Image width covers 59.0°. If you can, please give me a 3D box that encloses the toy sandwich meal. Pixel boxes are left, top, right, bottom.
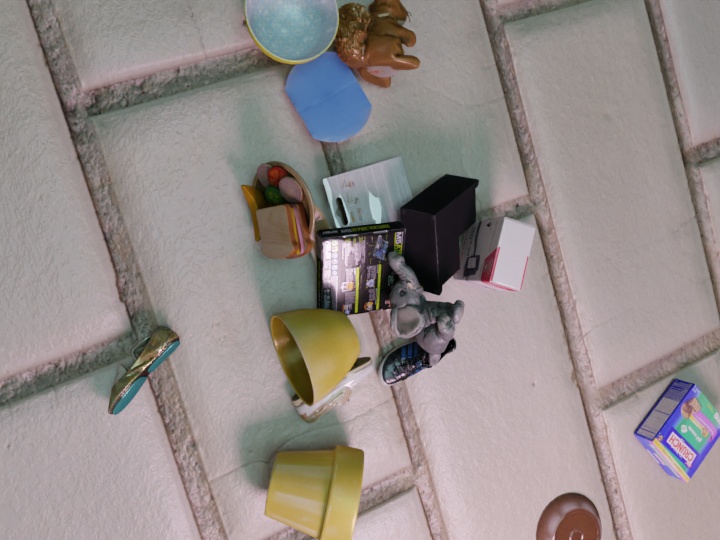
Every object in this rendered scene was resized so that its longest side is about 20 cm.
[{"bbox_3d":[-0.173,-0.120,1.310,0.070,0.203,0.208,-27,99,-45],"label":"toy sandwich meal"}]

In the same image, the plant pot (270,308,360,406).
[{"bbox_3d":[-0.084,0.160,1.338,0.140,0.199,0.203,-23,97,-22],"label":"plant pot"}]

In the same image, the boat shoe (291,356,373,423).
[{"bbox_3d":[-0.053,0.263,1.411,0.198,0.075,0.069,-29,100,-5],"label":"boat shoe"}]

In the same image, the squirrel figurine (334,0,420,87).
[{"bbox_3d":[0.029,-0.530,1.397,0.196,0.141,0.191,8,81,-22],"label":"squirrel figurine"}]

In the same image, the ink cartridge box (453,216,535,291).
[{"bbox_3d":[0.300,-0.035,1.454,0.083,0.200,0.148,15,86,-14],"label":"ink cartridge box"}]

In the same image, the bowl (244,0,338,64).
[{"bbox_3d":[-0.153,-0.527,1.349,0.196,0.107,0.204,0,90,-18],"label":"bowl"}]

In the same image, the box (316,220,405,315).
[{"bbox_3d":[0.000,0.000,1.395,0.190,0.048,0.203,-10,120,-19],"label":"box"}]

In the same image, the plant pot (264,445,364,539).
[{"bbox_3d":[-0.099,0.466,1.342,0.185,0.201,0.205,10,87,-1],"label":"plant pot"}]

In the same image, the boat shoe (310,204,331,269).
[{"bbox_3d":[-0.084,-0.065,1.398,0.070,0.069,0.202,-25,119,-6],"label":"boat shoe"}]

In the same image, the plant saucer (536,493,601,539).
[{"bbox_3d":[0.542,0.675,1.623,0.197,0.037,0.205,0,91,-19],"label":"plant saucer"}]

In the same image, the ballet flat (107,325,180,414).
[{"bbox_3d":[-0.450,0.196,1.288,0.071,0.071,0.201,42,79,-14],"label":"ballet flat"}]

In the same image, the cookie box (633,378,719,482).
[{"bbox_3d":[0.857,0.426,1.702,0.171,0.075,0.200,46,78,-14],"label":"cookie box"}]

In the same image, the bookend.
[{"bbox_3d":[0.188,-0.087,1.459,0.199,0.091,0.202,-39,132,-40],"label":"bookend"}]

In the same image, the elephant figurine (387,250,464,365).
[{"bbox_3d":[0.116,0.083,1.388,0.197,0.142,0.157,26,69,4],"label":"elephant figurine"}]

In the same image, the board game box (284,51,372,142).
[{"bbox_3d":[-0.075,-0.379,1.414,0.157,0.039,0.202,-33,93,-14],"label":"board game box"}]

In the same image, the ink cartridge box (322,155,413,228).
[{"bbox_3d":[0.022,-0.156,1.443,0.197,0.057,0.165,-18,96,-13],"label":"ink cartridge box"}]

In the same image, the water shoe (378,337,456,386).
[{"bbox_3d":[0.129,0.198,1.462,0.198,0.079,0.072,-32,99,-15],"label":"water shoe"}]
